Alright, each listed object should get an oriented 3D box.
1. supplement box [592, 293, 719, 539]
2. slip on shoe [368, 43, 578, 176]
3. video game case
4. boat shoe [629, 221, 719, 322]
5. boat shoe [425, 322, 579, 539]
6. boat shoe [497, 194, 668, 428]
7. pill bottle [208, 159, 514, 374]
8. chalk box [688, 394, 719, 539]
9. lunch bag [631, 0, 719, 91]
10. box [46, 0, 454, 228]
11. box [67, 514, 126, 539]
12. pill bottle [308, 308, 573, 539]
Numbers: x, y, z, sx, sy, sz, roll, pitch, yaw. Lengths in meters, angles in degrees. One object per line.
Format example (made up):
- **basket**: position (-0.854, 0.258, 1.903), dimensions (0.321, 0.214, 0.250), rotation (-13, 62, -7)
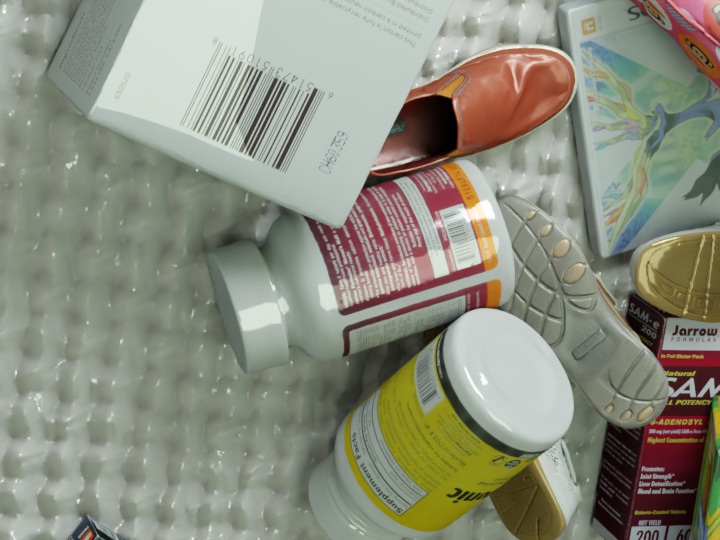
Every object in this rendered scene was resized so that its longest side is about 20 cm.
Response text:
- **supplement box**: position (0.256, 0.122, 1.630), dimensions (0.108, 0.061, 0.201), rotation (0, 107, -21)
- **slip on shoe**: position (0.069, -0.110, 1.477), dimensions (0.199, 0.061, 0.074), rotation (-17, 112, -17)
- **video game case**: position (0.246, -0.126, 1.562), dimensions (0.181, 0.022, 0.201), rotation (-17, 114, -15)
- **boat shoe**: position (0.283, -0.004, 1.591), dimensions (0.199, 0.069, 0.071), rotation (0, 107, -27)
- **boat shoe**: position (0.111, 0.104, 1.561), dimensions (0.069, 0.071, 0.201), rotation (-36, 108, -52)
- **boat shoe**: position (0.155, 0.031, 1.549), dimensions (0.076, 0.072, 0.200), rotation (-33, 94, 7)
- **pill bottle**: position (0.000, 0.000, 1.457), dimensions (0.199, 0.110, 0.110), rotation (-17, 113, -10)
- **chalk box**: position (0.311, 0.214, 1.560), dimensions (0.123, 0.125, 0.201), rotation (8, 106, 4)
- **lunch bag**: position (0.296, -0.218, 1.471), dimensions (0.176, 0.082, 0.200), rotation (-43, 81, -6)
- **box**: position (-0.070, -0.164, 1.364), dimensions (0.198, 0.131, 0.201), rotation (23, 98, -26)
- **box**: position (-0.166, 0.289, 1.533), dimensions (0.200, 0.040, 0.137), rotation (37, 93, -28)
- **pill bottle**: position (0.051, 0.123, 1.483), dimensions (0.111, 0.112, 0.200), rotation (25, 133, -27)
